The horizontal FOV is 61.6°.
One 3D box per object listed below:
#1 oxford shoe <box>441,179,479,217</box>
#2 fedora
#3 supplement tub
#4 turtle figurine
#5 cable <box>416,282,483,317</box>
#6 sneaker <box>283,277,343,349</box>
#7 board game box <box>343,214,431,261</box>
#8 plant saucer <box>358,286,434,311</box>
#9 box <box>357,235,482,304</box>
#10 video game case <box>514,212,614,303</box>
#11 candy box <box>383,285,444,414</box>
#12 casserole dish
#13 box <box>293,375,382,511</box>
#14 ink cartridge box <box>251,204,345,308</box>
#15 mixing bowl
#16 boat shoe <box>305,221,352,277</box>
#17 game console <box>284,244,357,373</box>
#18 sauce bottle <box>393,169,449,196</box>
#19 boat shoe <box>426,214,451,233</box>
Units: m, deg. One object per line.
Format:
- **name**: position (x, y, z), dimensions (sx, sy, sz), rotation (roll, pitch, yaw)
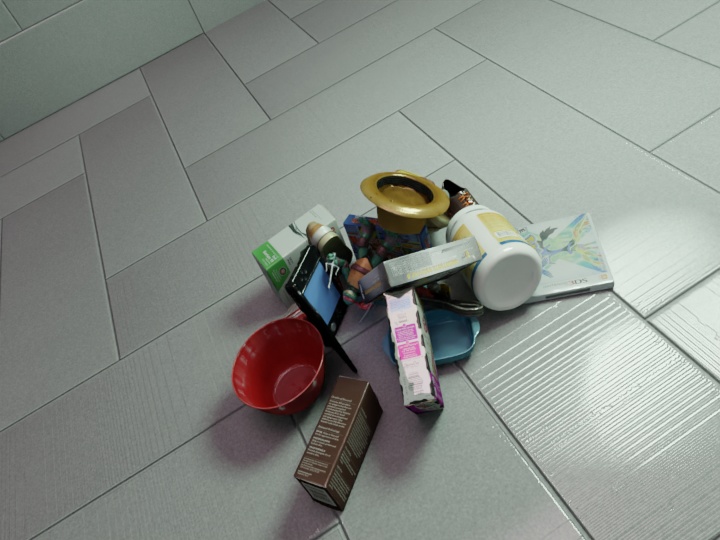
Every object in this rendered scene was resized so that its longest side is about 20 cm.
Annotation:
- **oxford shoe**: position (0.242, -0.141, 1.393), dimensions (0.070, 0.073, 0.200), rotation (-31, 45, -9)
- **fedora**: position (0.085, -0.130, 1.226), dimensions (0.195, 0.083, 0.202), rotation (8, 30, -5)
- **supplement tub**: position (0.262, -0.032, 1.221), dimensions (0.142, 0.147, 0.201), rotation (-24, 36, 0)
- **turtle figurine**: position (0.000, 0.000, 1.254), dimensions (0.147, 0.101, 0.204), rotation (24, 85, 7)
- **cable**: position (0.162, 0.053, 1.186), dimensions (0.095, 0.052, 0.199), rotation (-4, 6, -19)
- **sneaker**: position (-0.115, 0.083, 1.336), dimensions (0.081, 0.079, 0.200), rotation (17, 52, 46)
- **board game box**: position (0.066, -0.051, 1.340), dimensions (0.196, 0.137, 0.035), rotation (12, 50, 30)
- **plant saucer**: position (0.077, 0.047, 1.329), dimensions (0.196, 0.019, 0.071), rotation (5, 51, 28)
- **box**: position (0.109, 0.001, 1.142), dimensions (0.196, 0.158, 0.049), rotation (-16, 82, -22)
- **video game case**: position (0.408, -0.029, 1.253), dimensions (0.178, 0.022, 0.203), rotation (-12, 45, 13)
- **candy box**: position (0.098, 0.147, 1.091), dimensions (0.060, 0.137, 0.205), rotation (-14, 70, 9)
- **casserole dish**: position (0.142, 0.138, 1.200), dimensions (0.195, 0.039, 0.123), rotation (-15, 45, 11)
- **box**: position (-0.035, 0.304, 1.076), dimensions (0.073, 0.101, 0.202), rotation (8, 52, 29)
- **ink cartridge box**: position (-0.131, -0.033, 1.401), dimensions (0.199, 0.148, 0.083), rotation (-38, 47, -13)
- **mixing bowl**: position (-0.147, 0.209, 1.204), dimensions (0.195, 0.109, 0.203), rotation (-13, 47, 14)
- **boat shoe**: position (-0.069, -0.049, 1.328), dimensions (0.075, 0.201, 0.068), rotation (-42, 68, -11)
- **game console**: position (-0.056, 0.076, 1.220), dimensions (0.114, 0.202, 0.178), rotation (3, 51, 30)
- **sauce bottle**: position (0.142, -0.198, 1.471), dimensions (0.065, 0.067, 0.200), rotation (-35, 32, -11)
- **boat shoe**: position (0.152, -0.110, 1.357), dimensions (0.065, 0.072, 0.200), rotation (-52, 9, 4)
